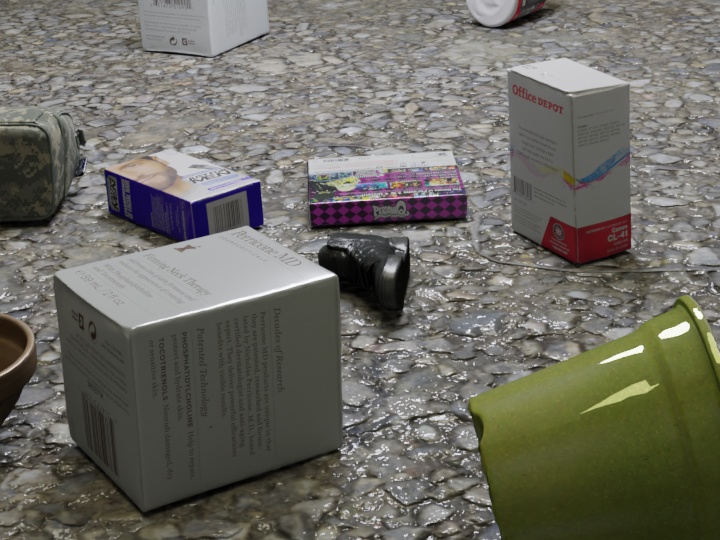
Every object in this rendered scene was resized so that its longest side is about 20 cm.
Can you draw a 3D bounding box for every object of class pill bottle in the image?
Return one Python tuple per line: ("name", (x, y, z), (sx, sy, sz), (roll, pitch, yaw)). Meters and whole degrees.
("pill bottle", (0.294, -0.536, 2.902), (0.110, 0.112, 0.199), (12, 26, 34))

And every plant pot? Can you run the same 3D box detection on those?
("plant pot", (-0.386, 0.114, 1.370), (0.198, 0.094, 0.201), (-3, 22, 1))
("plant pot", (0.182, 0.138, 1.143), (0.182, 0.202, 0.201), (-14, 21, 2))

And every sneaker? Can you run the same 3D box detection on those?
("sneaker", (0.000, -0.003, 1.671), (0.103, 0.061, 0.200), (1, 17, 6))

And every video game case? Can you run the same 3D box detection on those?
("video game case", (0.031, -0.107, 1.952), (0.197, 0.036, 0.182), (-4, 22, -2))

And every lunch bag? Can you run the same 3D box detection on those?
("lunch bag", (-0.467, -0.149, 1.981), (0.197, 0.141, 0.168), (-1, 22, 2))

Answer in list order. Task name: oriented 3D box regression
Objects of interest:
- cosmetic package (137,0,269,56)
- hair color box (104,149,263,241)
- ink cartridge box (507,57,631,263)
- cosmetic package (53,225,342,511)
("cosmetic package", (-0.289, -0.503, 2.814), (0.163, 0.167, 0.200), (10, 25, 28))
("hair color box", (-0.223, -0.094, 1.917), (0.109, 0.066, 0.199), (-21, 26, -37))
("ink cartridge box", (0.240, -0.128, 1.757), (0.085, 0.202, 0.147), (-12, 24, -22))
("cosmetic package", (-0.141, 0.078, 1.331), (0.198, 0.168, 0.167), (-15, 24, -30))
